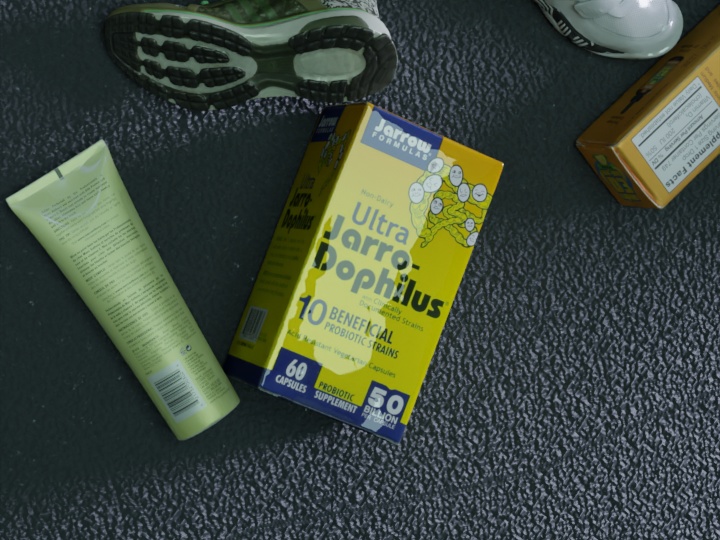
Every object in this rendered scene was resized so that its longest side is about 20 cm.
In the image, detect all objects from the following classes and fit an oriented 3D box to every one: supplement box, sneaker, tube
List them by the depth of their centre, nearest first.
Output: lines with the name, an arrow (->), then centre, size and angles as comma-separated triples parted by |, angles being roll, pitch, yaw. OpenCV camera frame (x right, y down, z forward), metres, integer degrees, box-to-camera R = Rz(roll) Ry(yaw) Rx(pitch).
tube -> -0.152, 0.017, 1.297 | 0.201, 0.052, 0.058 | 58, 36, -8
sneaker -> -0.073, -0.161, 1.306 | 0.197, 0.089, 0.077 | 3, 131, 0
supplement box -> 0.000, 0.000, 1.307 | 0.108, 0.109, 0.202 | 22, 86, -17
sneaker -> 0.158, -0.214, 1.342 | 0.199, 0.115, 0.076 | 34, 83, -16
supplement box -> 0.253, -0.133, 1.403 | 0.200, 0.066, 0.069 | -41, 106, -11
